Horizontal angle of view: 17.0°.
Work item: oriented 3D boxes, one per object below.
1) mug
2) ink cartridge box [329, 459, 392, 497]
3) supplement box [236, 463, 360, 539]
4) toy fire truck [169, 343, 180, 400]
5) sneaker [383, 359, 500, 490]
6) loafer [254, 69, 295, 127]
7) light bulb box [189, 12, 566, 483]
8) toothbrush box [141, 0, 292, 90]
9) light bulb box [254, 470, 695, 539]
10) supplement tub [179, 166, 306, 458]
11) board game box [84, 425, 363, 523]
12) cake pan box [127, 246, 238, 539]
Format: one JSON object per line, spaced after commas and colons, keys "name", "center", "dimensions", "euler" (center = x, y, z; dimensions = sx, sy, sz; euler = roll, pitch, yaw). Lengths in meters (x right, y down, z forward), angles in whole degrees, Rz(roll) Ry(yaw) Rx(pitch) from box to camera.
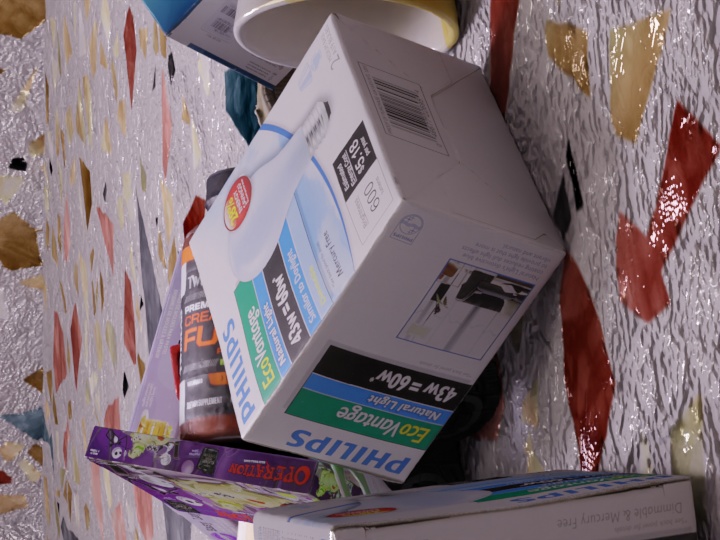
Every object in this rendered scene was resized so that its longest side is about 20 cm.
{"name": "mug", "center": [0.008, -0.229, 1.607], "dimensions": [0.149, 0.185, 0.154], "euler": [35, -127, -64]}
{"name": "ink cartridge box", "center": [0.026, 0.197, 1.545], "dimensions": [0.200, 0.048, 0.146], "euler": [44, -167, -33]}
{"name": "supplement box", "center": [-0.024, 0.208, 1.744], "dimensions": [0.125, 0.073, 0.202], "euler": [-2, 79, 43]}
{"name": "toy fire truck", "center": [-0.082, 0.151, 1.833], "dimensions": [0.141, 0.048, 0.202], "euler": [20, -125, -75]}
{"name": "sneaker", "center": [0.043, 0.084, 1.629], "dimensions": [0.201, 0.075, 0.091], "euler": [108, 160, -52]}
{"name": "loafer", "center": [-0.047, -0.132, 1.933], "dimensions": [0.200, 0.075, 0.069], "euler": [-101, 11, -62]}
{"name": "light bulb box", "center": [0.004, -0.013, 1.507], "dimensions": [0.201, 0.124, 0.199], "euler": [-56, 33, 28]}
{"name": "toothbrush box", "center": [-0.121, -0.244, 1.740], "dimensions": [0.200, 0.085, 0.146], "euler": [55, -163, 27]}
{"name": "light bulb box", "center": [0.060, 0.180, 1.289], "dimensions": [0.200, 0.197, 0.126], "euler": [165, 98, -75]}
{"name": "supplement tub", "center": [-0.076, 0.032, 1.712], "dimensions": [0.107, 0.106, 0.202], "euler": [131, 140, -71]}
{"name": "board game box", "center": [-0.080, 0.150, 1.669], "dimensions": [0.199, 0.120, 0.033], "euler": [5, 74, 36]}
{"name": "cake pan box", "center": [-0.111, 0.106, 1.938], "dimensions": [0.200, 0.052, 0.185], "euler": [52, -129, -57]}
